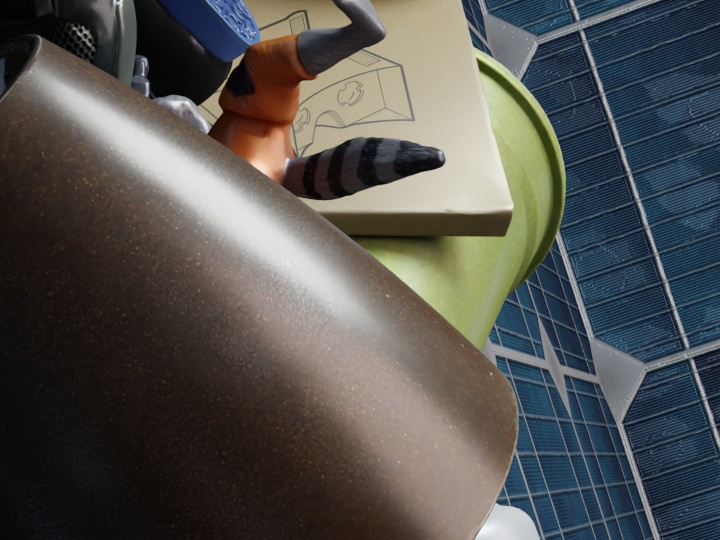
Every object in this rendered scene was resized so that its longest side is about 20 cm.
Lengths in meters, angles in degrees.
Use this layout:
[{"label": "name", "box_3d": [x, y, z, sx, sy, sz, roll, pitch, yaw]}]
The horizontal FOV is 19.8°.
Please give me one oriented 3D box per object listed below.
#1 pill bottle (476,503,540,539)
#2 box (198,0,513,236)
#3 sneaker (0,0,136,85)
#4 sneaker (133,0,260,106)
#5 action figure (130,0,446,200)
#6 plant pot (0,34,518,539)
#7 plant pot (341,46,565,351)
[{"label": "pill bottle", "box_3d": [0.060, 0.201, 1.182, 0.112, 0.112, 0.200, 24, 48, -75]}, {"label": "box", "box_3d": [-0.033, -0.085, 1.030, 0.021, 0.200, 0.164, 110, -24, -49]}, {"label": "sneaker", "box_3d": [-0.152, -0.138, 0.839, 0.114, 0.076, 0.200, -29, 118, -57]}, {"label": "sneaker", "box_3d": [-0.139, -0.152, 0.947, 0.200, 0.078, 0.070, 48, 17, -6]}, {"label": "action figure", "box_3d": [-0.056, -0.009, 0.871, 0.193, 0.104, 0.200, -34, -132, 57]}, {"label": "plant pot", "box_3d": [-0.079, 0.025, 0.696, 0.200, 0.187, 0.187, 51, 18, -21]}, {"label": "plant pot", "box_3d": [0.000, 0.000, 1.090, 0.184, 0.200, 0.201, -73, 144, -53]}]
